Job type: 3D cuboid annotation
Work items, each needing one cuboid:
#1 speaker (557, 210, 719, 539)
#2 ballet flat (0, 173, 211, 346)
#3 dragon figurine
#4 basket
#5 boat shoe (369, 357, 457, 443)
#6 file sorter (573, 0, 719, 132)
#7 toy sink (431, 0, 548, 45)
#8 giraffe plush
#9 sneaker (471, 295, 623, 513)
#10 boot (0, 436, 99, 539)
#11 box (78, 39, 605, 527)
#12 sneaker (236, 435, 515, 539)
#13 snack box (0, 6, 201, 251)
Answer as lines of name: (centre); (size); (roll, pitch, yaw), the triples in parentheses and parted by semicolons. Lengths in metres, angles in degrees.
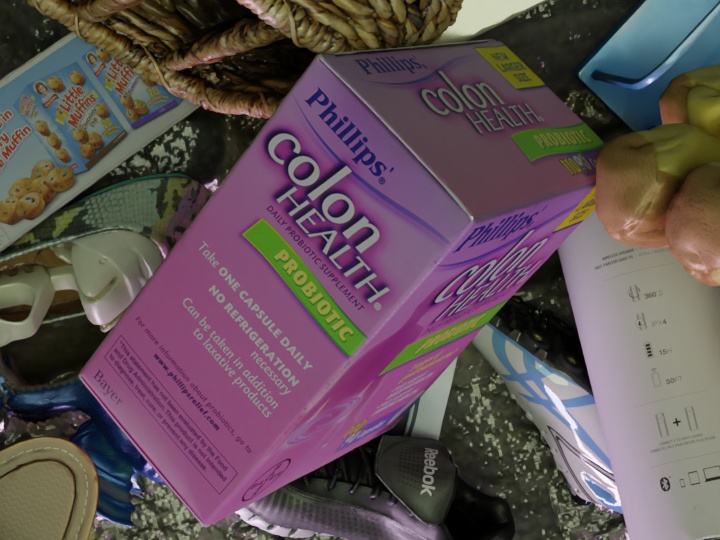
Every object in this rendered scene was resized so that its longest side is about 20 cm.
speaker: (0.158, 0.046, 0.774); (0.081, 0.081, 0.200); (-12, 76, -2)
ballet flat: (-0.169, 0.008, 0.790); (0.200, 0.071, 0.069); (-17, 127, -6)
dragon figurine: (-0.129, 0.102, 0.824); (0.099, 0.059, 0.200); (-40, 97, 6)
basket: (-0.065, -0.129, 0.698); (0.149, 0.200, 0.143); (-32, 106, -23)
boat shoe: (0.023, 0.003, 0.816); (0.068, 0.072, 0.200); (7, 107, -7)
file sorter: (0.242, -0.083, 0.786); (0.200, 0.123, 0.139); (42, 96, -11)
toy sink: (0.091, -0.213, 0.755); (0.200, 0.112, 0.131); (-27, 102, 6)
giraffe plush: (0.221, -0.006, 0.680); (0.200, 0.172, 0.162); (-28, 121, -25)
sneaker: (0.124, 0.088, 0.839); (0.200, 0.072, 0.072); (43, 110, -6)
boot: (-0.185, 0.154, 0.781); (0.077, 0.155, 0.200); (27, 102, 1)
box: (0.000, 0.000, 0.689); (0.097, 0.176, 0.200); (47, 118, 14)
sneaker: (0.005, 0.114, 0.799); (0.200, 0.067, 0.090); (30, 137, -29)
snack box: (-0.176, -0.062, 0.768); (0.200, 0.024, 0.072); (-39, 102, -21)
